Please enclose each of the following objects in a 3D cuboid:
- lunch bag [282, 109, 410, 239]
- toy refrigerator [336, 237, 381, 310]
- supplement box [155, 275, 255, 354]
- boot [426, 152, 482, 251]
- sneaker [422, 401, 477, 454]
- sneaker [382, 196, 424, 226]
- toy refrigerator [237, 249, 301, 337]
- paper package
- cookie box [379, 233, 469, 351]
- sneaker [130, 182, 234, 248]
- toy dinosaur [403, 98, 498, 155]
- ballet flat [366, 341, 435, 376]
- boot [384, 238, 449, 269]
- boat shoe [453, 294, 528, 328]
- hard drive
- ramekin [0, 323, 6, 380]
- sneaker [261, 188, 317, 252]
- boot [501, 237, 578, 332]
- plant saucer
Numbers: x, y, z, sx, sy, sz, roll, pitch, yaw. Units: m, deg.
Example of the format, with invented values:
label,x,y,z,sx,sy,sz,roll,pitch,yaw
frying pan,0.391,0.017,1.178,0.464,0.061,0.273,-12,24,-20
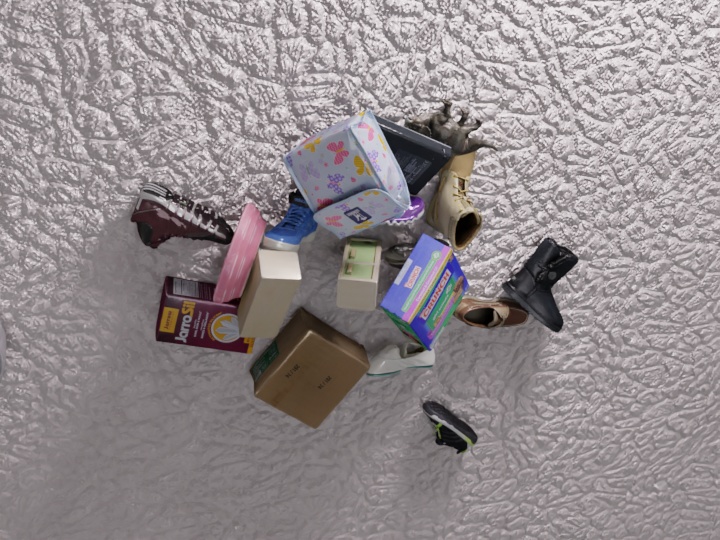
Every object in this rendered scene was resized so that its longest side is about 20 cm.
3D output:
label,x,y,z,sx,sy,sz,roll,pitch,yaw
lunch bag,-0.019,-0.167,1.314,0.169,0.127,0.201,-17,113,31
toy refrigerator,0.000,0.000,1.422,0.075,0.200,0.070,5,117,3
supplement box,-0.311,0.093,1.456,0.199,0.086,0.111,10,112,-20
boot,0.206,-0.154,1.446,0.072,0.156,0.201,13,110,-21
sneaker,0.212,0.402,1.759,0.200,0.072,0.083,39,101,-27
sneaker,0.037,-0.144,1.440,0.198,0.081,0.089,-1,121,-13
toy refrigerator,-0.176,0.046,1.340,0.075,0.070,0.200,3,143,-21
paper package,-0.114,0.215,1.561,0.190,0.104,0.200,35,102,-26
cookie box,0.134,0.050,1.432,0.172,0.075,0.200,-58,152,-10
sneaker,-0.353,-0.078,1.380,0.199,0.076,0.116,30,109,-15
toy dinosaur,0.179,-0.278,1.423,0.199,0.077,0.103,26,110,-12
ballet flat,0.090,0.196,1.619,0.199,0.069,0.070,-3,117,-36
boot,0.119,0.039,1.552,0.181,0.073,0.201,-8,123,-31
boat shoe,0.305,0.107,1.645,0.198,0.072,0.076,5,113,-18
hard drive,0.059,-0.228,1.401,0.199,0.033,0.140,18,143,-23
ramekin,-0.773,0.149,1.342,0.198,0.105,0.202,-6,116,-12
sneaker,-0.126,-0.103,1.366,0.076,0.200,0.112,19,106,13
boot,0.450,0.034,1.649,0.200,0.077,0.168,37,104,-21
plant saucer,-0.227,-0.028,1.355,0.050,0.201,0.202,20,108,-8
